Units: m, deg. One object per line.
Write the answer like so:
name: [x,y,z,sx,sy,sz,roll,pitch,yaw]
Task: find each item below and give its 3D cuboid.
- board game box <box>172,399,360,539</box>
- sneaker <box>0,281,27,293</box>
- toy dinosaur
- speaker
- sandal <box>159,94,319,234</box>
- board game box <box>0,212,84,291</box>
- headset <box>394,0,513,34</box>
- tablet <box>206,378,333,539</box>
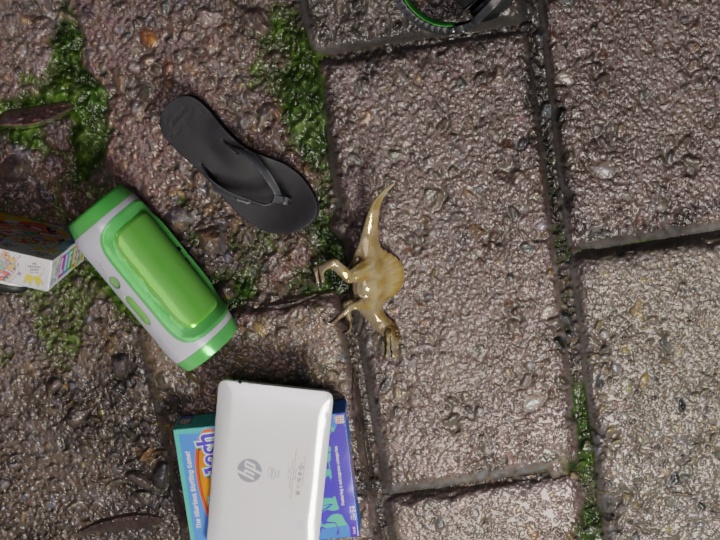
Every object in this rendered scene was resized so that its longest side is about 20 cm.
board game box: [-0.105,0.236,1.240,0.197,0.045,0.154,-7,103,4]
sneaker: [-0.456,0.021,1.189,0.197,0.073,0.113,15,107,6]
toy dinosaur: [0.000,0.000,1.184,0.100,0.058,0.203,-10,112,-11]
speaker: [-0.222,0.008,1.164,0.088,0.089,0.201,-36,100,10]
sandal: [-0.133,-0.106,1.157,0.199,0.043,0.076,36,102,-7]
board game box: [-0.402,-0.033,1.136,0.197,0.135,0.035,13,104,-2]
headset: [0.128,-0.316,1.097,0.197,0.094,0.125,-10,108,20]
tablet: [-0.103,0.223,1.207,0.128,0.014,0.203,6,102,0]
